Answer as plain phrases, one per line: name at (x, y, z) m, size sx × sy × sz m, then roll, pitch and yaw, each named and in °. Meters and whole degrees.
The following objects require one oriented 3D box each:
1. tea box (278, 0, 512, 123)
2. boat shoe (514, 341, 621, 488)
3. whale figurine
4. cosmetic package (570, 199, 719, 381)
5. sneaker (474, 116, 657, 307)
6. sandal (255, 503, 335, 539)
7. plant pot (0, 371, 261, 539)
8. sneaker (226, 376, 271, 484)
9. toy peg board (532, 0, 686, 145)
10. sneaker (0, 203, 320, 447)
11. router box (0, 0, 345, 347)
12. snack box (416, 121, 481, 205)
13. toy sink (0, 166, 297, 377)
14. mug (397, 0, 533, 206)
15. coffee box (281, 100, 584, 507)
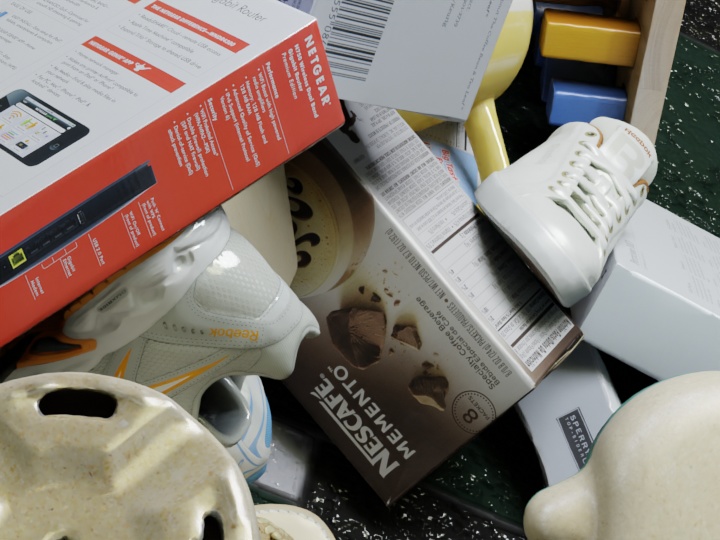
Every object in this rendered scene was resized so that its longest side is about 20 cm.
tea box at (-0.021, -0.201, 0.889) m, size 0.196 × 0.202 × 0.133 m, roll 31°, pitch 17°, yaw 37°
boat shoe at (0.126, 0.116, 1.018) m, size 0.057 × 0.068 × 0.201 m, roll 47°, pitch 25°, yaw -58°
whale figurine at (0.141, 0.143, 0.872) m, size 0.158 × 0.104 × 0.201 m, roll 26°, pitch 84°, yaw 0°
cosmetic package at (0.190, 0.021, 1.096) m, size 0.150 × 0.052 × 0.200 m, roll 30°, pitch 16°, yaw -5°
sneaker at (0.111, -0.044, 1.011) m, size 0.073 × 0.084 × 0.200 m, roll 49°, pitch 13°, yaw -9°
sandal at (-0.077, 0.138, 0.872) m, size 0.211 × 0.070 × 0.078 m, roll -15°, pitch 59°, yaw -39°
plant pot at (-0.104, 0.139, 0.726) m, size 0.198 × 0.184 × 0.202 m, roll 2°, pitch 57°, yaw -4°
sneaker at (-0.110, 0.033, 0.969) m, size 0.071 × 0.073 × 0.200 m, roll -29°, pitch 52°, yaw -14°
toy peg board at (0.133, -0.187, 1.194) m, size 0.097 × 0.201 × 0.201 m, roll 7°, pitch 30°, yaw -3°
sneaker at (-0.098, 0.051, 0.798) m, size 0.092 × 0.200 × 0.076 m, roll 43°, pitch 41°, yaw -12°
router box at (-0.136, -0.063, 0.769) m, size 0.179 × 0.049 × 0.199 m, roll -34°, pitch 39°, yaw -23°
snack box at (0.035, -0.046, 1.146) m, size 0.071 × 0.024 × 0.201 m, roll 18°, pitch 43°, yaw -13°
toy sink at (-0.141, -0.031, 0.894) m, size 0.198 × 0.131 × 0.113 m, roll 11°, pitch 49°, yaw 16°
mug at (0.018, -0.126, 1.123) m, size 0.149 × 0.189 × 0.152 m, roll 17°, pitch 20°, yaw 42°
coffee box at (0.000, 0.000, 0.980) m, size 0.200 × 0.113 × 0.080 m, roll 50°, pitch 31°, yaw 1°
